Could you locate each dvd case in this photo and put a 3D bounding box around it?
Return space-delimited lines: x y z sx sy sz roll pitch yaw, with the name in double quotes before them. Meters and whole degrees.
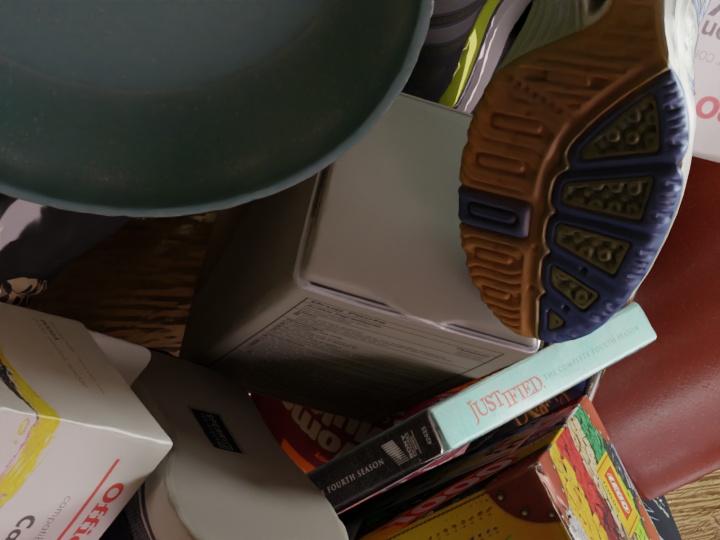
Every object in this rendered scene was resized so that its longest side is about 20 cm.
"dvd case" 0.009 0.078 0.869 0.146 0.022 0.200 -23 172 -47

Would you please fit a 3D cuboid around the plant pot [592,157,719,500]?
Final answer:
"plant pot" 0.199 0.013 1.142 0.195 0.201 0.201 -31 158 8

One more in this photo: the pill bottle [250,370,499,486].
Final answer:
"pill bottle" 0.007 0.054 1.026 0.109 0.110 0.200 -22 153 -31

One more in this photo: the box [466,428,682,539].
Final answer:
"box" 0.097 0.140 1.159 0.104 0.148 0.200 -40 -165 12

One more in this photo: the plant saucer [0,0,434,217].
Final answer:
"plant saucer" -0.076 -0.101 0.574 0.036 0.200 0.200 -76 -168 -46

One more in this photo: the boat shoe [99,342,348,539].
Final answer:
"boat shoe" -0.064 0.107 0.780 0.075 0.200 0.093 18 105 -19

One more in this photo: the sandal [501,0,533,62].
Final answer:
"sandal" 0.100 -0.144 0.841 0.080 0.057 0.201 31 105 -39

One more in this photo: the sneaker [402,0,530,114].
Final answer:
"sneaker" 0.022 -0.115 0.792 0.081 0.074 0.200 10 132 -36

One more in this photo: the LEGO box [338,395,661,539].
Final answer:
"LEGO box" 0.013 0.138 0.866 0.200 0.077 0.149 -27 180 14

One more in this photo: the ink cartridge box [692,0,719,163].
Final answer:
"ink cartridge box" 0.169 -0.137 0.789 0.145 0.083 0.200 11 112 -33

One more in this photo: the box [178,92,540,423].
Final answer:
"box" 0.000 0.000 0.815 0.095 0.078 0.200 17 165 -14

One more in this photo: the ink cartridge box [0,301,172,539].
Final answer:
"ink cartridge box" -0.146 0.071 0.710 0.117 0.068 0.200 -51 148 15

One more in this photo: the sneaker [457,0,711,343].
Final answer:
"sneaker" 0.088 -0.075 0.697 0.088 0.075 0.200 -27 131 -62

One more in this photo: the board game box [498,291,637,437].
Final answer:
"board game box" 0.119 -0.028 0.968 0.136 0.035 0.200 98 16 -50

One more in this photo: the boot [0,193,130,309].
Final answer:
"boot" -0.104 -0.057 0.706 0.151 0.073 0.200 -37 163 2
